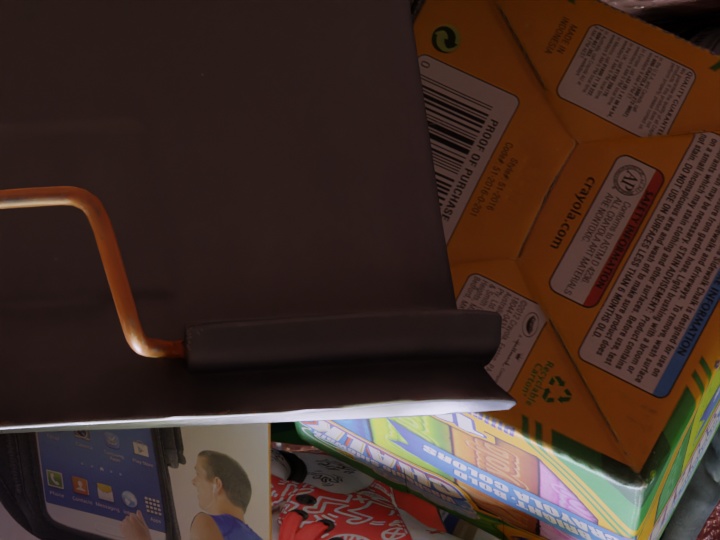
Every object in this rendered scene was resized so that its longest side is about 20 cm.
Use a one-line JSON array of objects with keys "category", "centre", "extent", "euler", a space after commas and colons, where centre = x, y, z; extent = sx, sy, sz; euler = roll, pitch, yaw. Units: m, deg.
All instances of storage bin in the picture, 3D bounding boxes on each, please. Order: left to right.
[{"category": "storage bin", "centre": [-0.069, -0.029, 0.655], "extent": [0.200, 0.135, 0.146], "euler": [-4, 176, 2]}]

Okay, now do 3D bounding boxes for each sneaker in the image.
[{"category": "sneaker", "centre": [-0.014, 0.103, 0.919], "extent": [0.108, 0.067, 0.201], "euler": [11, -170, -19]}]

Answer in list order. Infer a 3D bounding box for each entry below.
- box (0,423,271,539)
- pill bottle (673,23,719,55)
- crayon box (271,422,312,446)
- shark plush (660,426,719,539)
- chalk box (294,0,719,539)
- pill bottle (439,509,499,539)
[{"category": "box", "centre": [-0.082, 0.034, 0.802], "extent": [0.119, 0.200, 0.041], "euler": [27, 130, -27]}, {"category": "pill bottle", "centre": [0.154, -0.031, 0.971], "extent": [0.200, 0.114, 0.114], "euler": [-7, 175, 38]}, {"category": "crayon box", "centre": [0.000, 0.000, 1.010], "extent": [0.200, 0.126, 0.052], "euler": [11, 137, -42]}, {"category": "shark plush", "centre": [0.168, 0.031, 1.057], "extent": [0.200, 0.083, 0.091], "euler": [-45, 156, -4]}, {"category": "chalk box", "centre": [0.057, 0.012, 0.872], "extent": [0.124, 0.125, 0.200], "euler": [26, 167, 11]}, {"category": "pill bottle", "centre": [0.002, 0.138, 1.089], "extent": [0.200, 0.111, 0.111], "euler": [-7, 175, 38]}]
